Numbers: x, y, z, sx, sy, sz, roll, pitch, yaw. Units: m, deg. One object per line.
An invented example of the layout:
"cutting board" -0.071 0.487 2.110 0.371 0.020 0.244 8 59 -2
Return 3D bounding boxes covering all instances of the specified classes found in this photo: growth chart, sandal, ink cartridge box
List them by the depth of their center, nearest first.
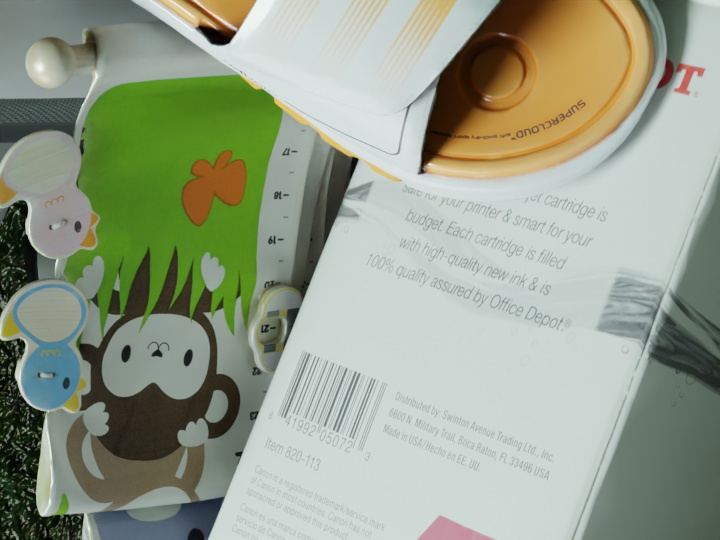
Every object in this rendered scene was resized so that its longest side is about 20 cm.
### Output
"sandal" -0.020 -0.085 0.750 0.206 0.079 0.059 26 176 12
"ink cartridge box" 0.057 0.022 0.804 0.083 0.201 0.146 23 177 -39
"growth chart" -0.045 0.018 0.826 0.144 0.201 0.018 -20 -152 -41

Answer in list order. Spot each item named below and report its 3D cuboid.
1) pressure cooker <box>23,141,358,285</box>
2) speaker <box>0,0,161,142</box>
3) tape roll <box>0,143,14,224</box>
"pressure cooker" 0.000 -0.003 0.982 0.200 0.176 0.179 19 136 43
"speaker" -0.104 -0.077 0.830 0.199 0.082 0.081 -4 -163 -43
"tape roll" -0.192 -0.097 0.937 0.202 0.140 0.203 20 164 6
